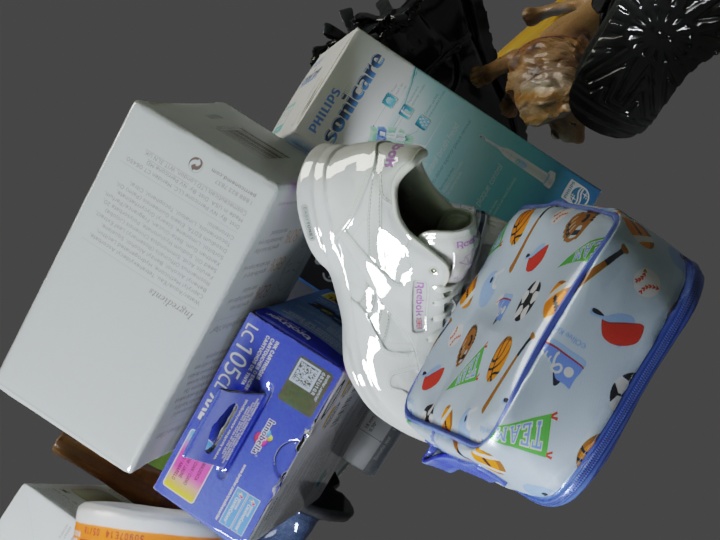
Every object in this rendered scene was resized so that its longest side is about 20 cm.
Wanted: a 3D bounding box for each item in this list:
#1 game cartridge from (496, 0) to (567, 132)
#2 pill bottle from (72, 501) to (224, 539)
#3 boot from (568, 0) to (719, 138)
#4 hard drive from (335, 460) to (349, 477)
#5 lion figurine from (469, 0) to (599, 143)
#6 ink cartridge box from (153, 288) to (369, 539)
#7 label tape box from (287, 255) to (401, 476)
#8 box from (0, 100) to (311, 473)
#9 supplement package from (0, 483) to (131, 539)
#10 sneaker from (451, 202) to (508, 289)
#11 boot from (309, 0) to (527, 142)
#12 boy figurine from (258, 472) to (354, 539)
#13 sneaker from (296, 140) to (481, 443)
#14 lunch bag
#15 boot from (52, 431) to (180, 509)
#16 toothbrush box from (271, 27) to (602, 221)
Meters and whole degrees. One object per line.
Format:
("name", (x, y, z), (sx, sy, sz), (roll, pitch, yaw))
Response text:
("game cartridge", (0.121, -0.142, 1.560), (0.201, 0.032, 0.176), (-63, 10, -21))
("pill bottle", (-0.155, 0.267, 1.203), (0.114, 0.113, 0.202), (161, 117, -76))
("boot", (0.210, -0.200, 1.120), (0.211, 0.079, 0.158), (-48, 13, 49))
("hard drive", (-0.007, 0.102, 1.434), (0.132, 0.026, 0.200), (-52, 11, 34))
("lion figurine", (0.163, -0.174, 1.317), (0.122, 0.073, 0.200), (-16, 34, 51))
("ink cartridge box", (-0.052, 0.093, 1.117), (0.137, 0.076, 0.200), (-61, -10, 11))
("label tape box", (-0.038, 0.036, 1.262), (0.145, 0.199, 0.063), (-57, 9, 2))
("box", (-0.115, 0.005, 1.085), (0.201, 0.106, 0.152), (-61, -11, 11))
("supplement package", (-0.221, 0.276, 1.404), (0.151, 0.151, 0.200), (-57, -12, -1))
("sneaker", (0.067, 0.041, 1.122), (0.201, 0.070, 0.073), (106, -178, -52))
("boot", (0.046, -0.128, 1.341), (0.073, 0.199, 0.162), (7, 38, 40))
("boy figurine", (-0.084, 0.233, 1.274), (0.201, 0.064, 0.124), (-58, 34, 16))
("sneaker", (0.032, 0.016, 1.022), (0.099, 0.201, 0.075), (-8, 24, 34))
("lunch bag", (0.095, 0.045, 0.925), (0.161, 0.075, 0.200), (-61, 10, -5))
("boot", (-0.158, 0.181, 1.411), (0.069, 0.199, 0.188), (-57, 9, 0))
("toothbrush box", (0.045, -0.071, 1.184), (0.086, 0.199, 0.146), (-57, 10, -6))
